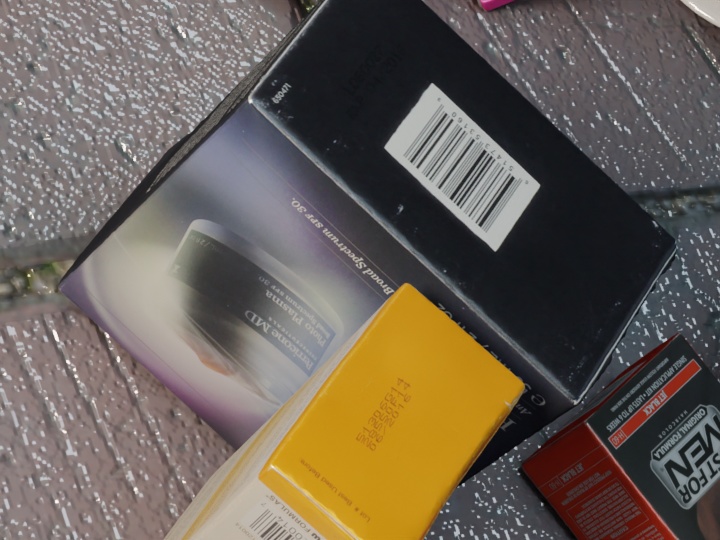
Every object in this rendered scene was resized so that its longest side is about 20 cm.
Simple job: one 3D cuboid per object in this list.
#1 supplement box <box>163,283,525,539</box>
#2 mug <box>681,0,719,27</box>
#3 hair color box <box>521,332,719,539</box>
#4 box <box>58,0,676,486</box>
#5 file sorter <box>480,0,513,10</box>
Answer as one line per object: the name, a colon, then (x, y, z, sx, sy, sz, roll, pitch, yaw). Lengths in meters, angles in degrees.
supplement box: (-0.027, 0.110, 1.251, 0.073, 0.200, 0.126, 40, 49, -3)
mug: (0.242, -0.255, 1.686, 0.199, 0.148, 0.175, 35, 55, 16)
hair color box: (0.184, 0.143, 1.473, 0.200, 0.061, 0.101, 52, 47, 1)
box: (0.000, 0.000, 1.335, 0.200, 0.198, 0.123, 42, 50, -6)
file sorter: (0.089, -0.274, 1.568, 0.125, 0.138, 0.201, 49, 21, -70)
